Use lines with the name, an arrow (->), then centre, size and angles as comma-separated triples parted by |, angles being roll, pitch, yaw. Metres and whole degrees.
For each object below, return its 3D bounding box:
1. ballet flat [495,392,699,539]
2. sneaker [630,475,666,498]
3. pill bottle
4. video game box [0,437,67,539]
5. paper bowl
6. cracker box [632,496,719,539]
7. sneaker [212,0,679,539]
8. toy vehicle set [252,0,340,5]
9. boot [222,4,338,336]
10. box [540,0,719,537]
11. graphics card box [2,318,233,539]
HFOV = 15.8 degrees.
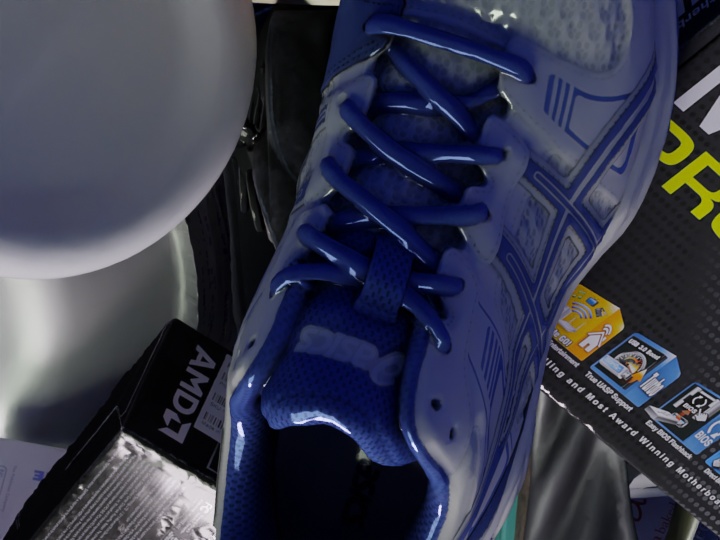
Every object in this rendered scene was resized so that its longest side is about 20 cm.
ballet flat -> 0.065, 0.020, 0.691 | 0.073, 0.073, 0.202 | 15, 113, 41
sneaker -> 0.121, 0.031, 0.853 | 0.199, 0.073, 0.112 | 15, 155, 20
pill bottle -> -0.113, -0.066, 0.722 | 0.116, 0.116, 0.200 | 37, 172, -22
video game box -> -0.042, 0.136, 0.922 | 0.181, 0.047, 0.200 | 12, 149, 4
paper bowl -> -0.133, -0.017, 0.906 | 0.199, 0.104, 0.202 | 14, 120, 26
cracker box -> 0.081, 0.102, 0.991 | 0.199, 0.134, 0.058 | 20, 159, 28
sneaker -> 0.015, -0.001, 0.537 | 0.075, 0.201, 0.088 | 15, -157, 13
toy vehicle set -> -0.042, -0.121, 0.639 | 0.124, 0.027, 0.200 | 49, 169, -18
boot -> 0.000, -0.001, 0.760 | 0.200, 0.065, 0.166 | -152, 44, -78
box -> 0.133, 0.000, 0.612 | 0.160, 0.044, 0.200 | -38, 118, 26
graphics card box -> -0.006, 0.111, 0.783 | 0.199, 0.051, 0.126 | 31, 137, -10
